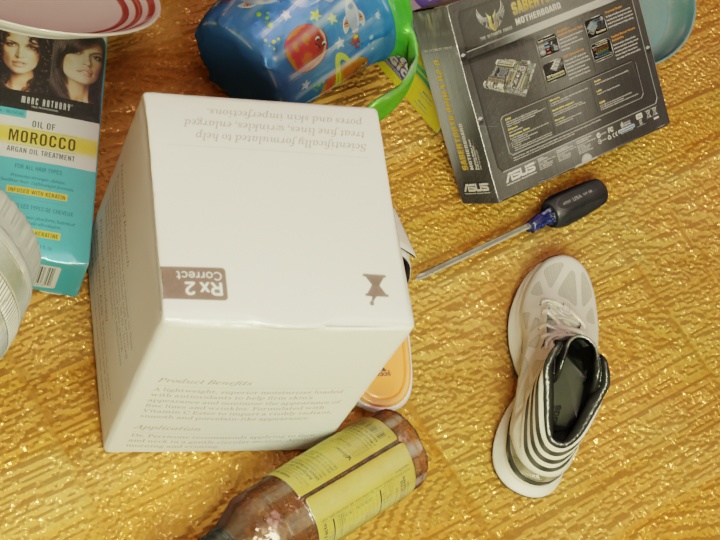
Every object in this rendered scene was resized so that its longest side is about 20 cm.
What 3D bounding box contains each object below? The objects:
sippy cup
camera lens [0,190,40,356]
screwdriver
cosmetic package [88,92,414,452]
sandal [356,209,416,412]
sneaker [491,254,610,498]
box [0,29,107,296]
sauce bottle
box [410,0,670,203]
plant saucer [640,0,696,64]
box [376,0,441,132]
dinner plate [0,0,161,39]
[{"bbox_3d":[-0.051,-0.187,1.330,0.130,0.140,0.177,-42,41,-24],"label":"sippy cup"},{"bbox_3d":[-0.304,0.039,1.065,0.159,0.160,0.201,28,55,-4],"label":"camera lens"},{"bbox_3d":[0.120,-0.025,1.360,0.199,0.028,0.029,-30,104,-30],"label":"screwdriver"},{"bbox_3d":[-0.081,0.007,1.155,0.163,0.200,0.166,2,61,-21],"label":"cosmetic package"},{"bbox_3d":[0.008,0.000,1.279,0.079,0.059,0.208,-3,63,-23],"label":"sandal"},{"bbox_3d":[0.156,0.057,1.270,0.075,0.116,0.202,19,56,-10],"label":"sneaker"},{"bbox_3d":[-0.229,-0.085,1.242,0.082,0.049,0.201,9,59,-17],"label":"box"},{"bbox_3d":[-0.045,0.161,1.164,0.199,0.066,0.066,-26,73,-31],"label":"sauce bottle"},{"bbox_3d":[0.146,-0.159,1.385,0.199,0.048,0.160,-25,105,-32],"label":"box"},{"bbox_3d":[0.198,-0.252,1.518,0.198,0.027,0.202,10,58,-16],"label":"plant saucer"},{"bbox_3d":[0.044,-0.221,1.429,0.117,0.048,0.200,-34,76,-33],"label":"box"},{"bbox_3d":[-0.245,-0.207,1.279,0.198,0.024,0.201,13,27,-7],"label":"dinner plate"}]
